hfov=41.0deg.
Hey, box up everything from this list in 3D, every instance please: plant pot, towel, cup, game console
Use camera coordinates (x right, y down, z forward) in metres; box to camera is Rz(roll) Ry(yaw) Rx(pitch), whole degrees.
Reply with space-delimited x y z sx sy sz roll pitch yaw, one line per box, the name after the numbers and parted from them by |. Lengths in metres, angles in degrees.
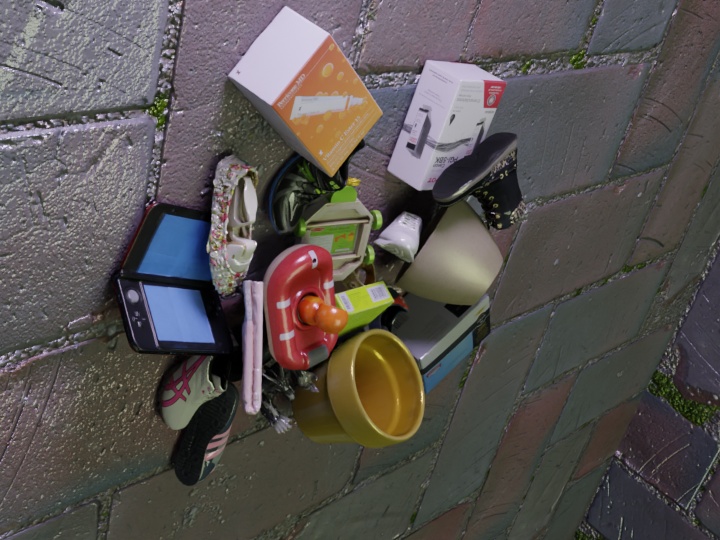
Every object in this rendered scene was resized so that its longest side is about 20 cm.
-0.016 0.225 1.726 0.187 0.204 0.199 -22 168 38 | plant pot
-0.164 0.112 1.445 0.200 0.032 0.194 158 -67 -83 | towel
0.172 -0.020 1.740 0.202 0.142 0.200 -57 -177 4 | cup
-0.237 0.019 1.358 0.118 0.174 0.199 -32 157 29 | game console

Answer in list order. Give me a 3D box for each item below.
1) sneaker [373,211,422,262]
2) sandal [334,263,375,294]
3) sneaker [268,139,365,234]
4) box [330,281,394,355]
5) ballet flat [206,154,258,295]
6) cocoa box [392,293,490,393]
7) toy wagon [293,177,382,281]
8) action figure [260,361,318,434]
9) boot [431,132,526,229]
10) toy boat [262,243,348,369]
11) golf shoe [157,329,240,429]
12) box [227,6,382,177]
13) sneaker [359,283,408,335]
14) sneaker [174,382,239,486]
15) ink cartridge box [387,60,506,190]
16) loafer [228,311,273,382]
0.073 -0.064 1.670 0.081 0.076 0.200 -59 -177 2 | sneaker
-0.004 0.002 1.681 0.077 0.069 0.214 -20 135 -40 | sandal
-0.067 -0.139 1.455 0.200 0.082 0.071 -53 147 0 | sneaker
-0.043 0.096 1.684 0.121 0.048 0.200 -15 159 -43 | box
-0.176 -0.060 1.353 0.075 0.063 0.203 -15 112 -51 | ballet flat
0.149 0.116 1.926 0.200 0.133 0.132 -40 146 -19 | cocoa box
-0.040 -0.069 1.568 0.153 0.040 0.202 -7 126 -29 | toy wagon
-0.130 0.204 1.630 0.119 0.102 0.200 -47 175 -15 | action figure
0.212 -0.125 1.647 0.203 0.073 0.155 -40 129 -30 | boot
-0.071 0.062 1.499 0.130 0.130 0.203 -24 117 -41 | toy boat
-0.254 0.175 1.507 0.072 0.092 0.202 0 122 -52 | golf shoe
-0.071 -0.243 1.337 0.125 0.097 0.200 -51 148 -3 | box
0.014 0.123 1.806 0.201 0.084 0.075 -54 148 2 | sneaker
-0.251 0.267 1.635 0.202 0.070 0.082 -62 164 18 | sneaker
0.146 -0.243 1.631 0.146 0.083 0.202 -10 128 -48 | ink cartridge box
-0.157 0.110 1.604 0.200 0.068 0.070 -41 179 -23 | loafer
